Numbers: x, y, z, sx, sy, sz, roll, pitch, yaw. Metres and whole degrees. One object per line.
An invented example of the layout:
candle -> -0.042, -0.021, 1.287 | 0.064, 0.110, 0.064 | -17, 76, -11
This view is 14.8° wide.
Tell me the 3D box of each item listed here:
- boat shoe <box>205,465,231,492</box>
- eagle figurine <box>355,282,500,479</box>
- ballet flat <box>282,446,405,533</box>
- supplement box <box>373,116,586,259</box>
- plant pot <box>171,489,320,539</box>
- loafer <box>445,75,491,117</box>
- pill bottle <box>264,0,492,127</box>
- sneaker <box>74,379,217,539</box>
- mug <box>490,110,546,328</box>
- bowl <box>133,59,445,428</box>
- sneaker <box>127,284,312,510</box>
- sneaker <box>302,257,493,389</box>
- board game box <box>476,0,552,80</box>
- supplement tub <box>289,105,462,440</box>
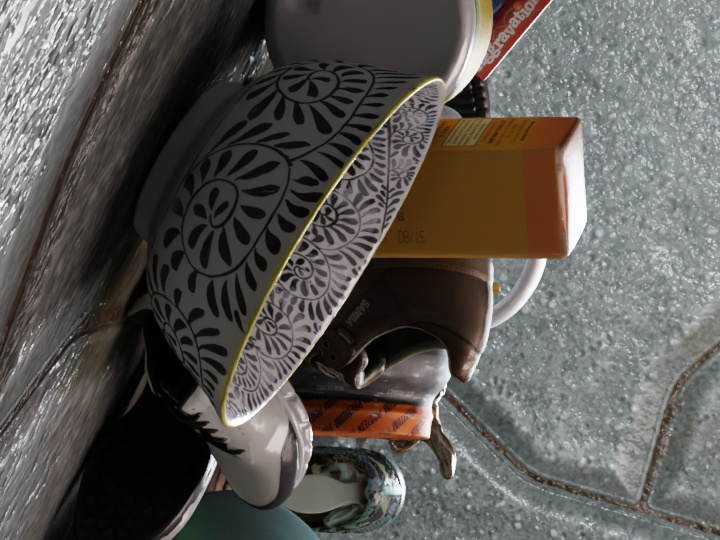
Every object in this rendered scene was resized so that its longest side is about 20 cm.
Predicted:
boat shoe -> -0.111, 0.114, 1.779 | 0.072, 0.067, 0.202 | 33, -63, 60
eagle figurine -> 0.021, 0.017, 1.874 | 0.151, 0.151, 0.201 | -36, 122, -30
ballet flat -> -0.071, 0.147, 1.860 | 0.074, 0.198, 0.075 | -6, 90, -77
supplement box -> 0.022, -0.046, 1.528 | 0.069, 0.198, 0.067 | -58, 146, -65
plant pot -> -0.088, 0.215, 1.704 | 0.135, 0.199, 0.201 | -55, 172, -35
loafer -> 0.044, -0.171, 1.794 | 0.071, 0.072, 0.202 | -120, -151, -74
pill bottle -> 0.014, -0.137, 1.506 | 0.113, 0.112, 0.200 | -64, 177, 9
sneaker -> -0.106, 0.103, 1.671 | 0.083, 0.071, 0.201 | 85, 28, -56
mug -> 0.044, -0.041, 1.992 | 0.176, 0.200, 0.148 | -56, 165, 6
bowl -> -0.049, -0.032, 1.358 | 0.201, 0.094, 0.201 | -55, 170, -15
sneaker -> -0.085, 0.066, 1.557 | 0.080, 0.073, 0.201 | -50, 139, -35
sneaker -> -0.022, 0.028, 1.570 | 0.070, 0.199, 0.076 | 32, 58, -60
board game box -> 0.110, -0.187, 1.670 | 0.103, 0.019, 0.200 | -48, -172, 21
supplement tub -> 0.000, 0.000, 1.675 | 0.123, 0.122, 0.202 | 75, 17, -85
